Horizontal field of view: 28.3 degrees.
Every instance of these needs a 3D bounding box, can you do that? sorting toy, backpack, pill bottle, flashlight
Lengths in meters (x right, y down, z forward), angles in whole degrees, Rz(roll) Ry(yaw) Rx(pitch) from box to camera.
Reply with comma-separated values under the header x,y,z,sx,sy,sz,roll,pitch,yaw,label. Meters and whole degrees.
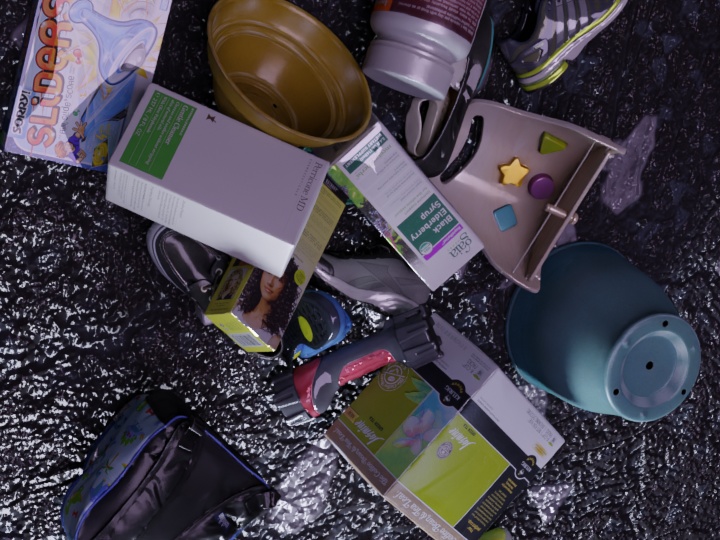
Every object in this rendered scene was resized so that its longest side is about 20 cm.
x,y,z,sx,sy,sz,roll,pitch,yaw,label
0.176,-0.110,1.660,0.179,0.107,0.201,26,110,-13,sorting toy
-0.226,0.252,1.568,0.200,0.147,0.183,-48,120,-7,backpack
0.077,-0.292,1.521,0.113,0.114,0.202,20,87,-28,pill bottle
-0.003,0.114,1.625,0.198,0.068,0.068,-22,137,13,flashlight

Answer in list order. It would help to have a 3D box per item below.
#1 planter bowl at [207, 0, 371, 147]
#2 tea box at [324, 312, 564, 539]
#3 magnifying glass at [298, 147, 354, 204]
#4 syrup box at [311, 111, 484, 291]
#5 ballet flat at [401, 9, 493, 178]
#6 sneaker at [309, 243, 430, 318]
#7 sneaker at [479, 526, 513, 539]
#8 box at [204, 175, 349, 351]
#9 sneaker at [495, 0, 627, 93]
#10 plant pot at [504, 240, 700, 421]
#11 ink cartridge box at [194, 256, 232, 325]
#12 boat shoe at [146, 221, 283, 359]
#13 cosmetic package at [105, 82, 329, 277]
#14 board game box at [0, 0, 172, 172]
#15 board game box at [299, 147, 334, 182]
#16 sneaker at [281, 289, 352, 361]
x,y,z,sx,sy,sz,roll,pitch,yaw,label
-0.091,-0.188,1.491,0.199,0.202,0.084,19,134,-28,planter bowl
0.101,0.197,1.676,0.197,0.133,0.200,-47,136,-4,tea box
0.012,-0.094,1.606,0.199,0.022,0.080,21,98,-28,magnifying glass
0.042,-0.080,1.564,0.079,0.082,0.200,-40,116,4,syrup box
0.094,-0.200,1.598,0.068,0.068,0.202,5,106,-46,ballet flat
0.000,0.000,1.635,0.199,0.074,0.080,21,89,-34,sneaker
0.110,0.390,1.807,0.199,0.075,0.077,-37,118,-10,sneaker
-0.086,-0.017,1.502,0.075,0.050,0.201,42,59,-33,box
0.237,-0.300,1.634,0.081,0.074,0.200,42,86,-26,sneaker
0.304,0.088,1.726,0.198,0.188,0.202,-8,111,-21,plant pot
-0.143,-0.048,1.546,0.098,0.039,0.202,-13,113,-18,ink cartridge box
-0.147,0.020,1.514,0.069,0.057,0.200,-44,120,-3,boat shoe
-0.144,-0.090,1.430,0.198,0.085,0.108,22,63,-2,cosmetic package
-0.279,-0.208,1.454,0.134,0.034,0.202,10,103,-26,board game box
-0.107,-0.077,1.584,0.200,0.019,0.103,-42,119,-6,board game box
-0.040,0.051,1.567,0.078,0.200,0.066,-22,85,-19,sneaker
